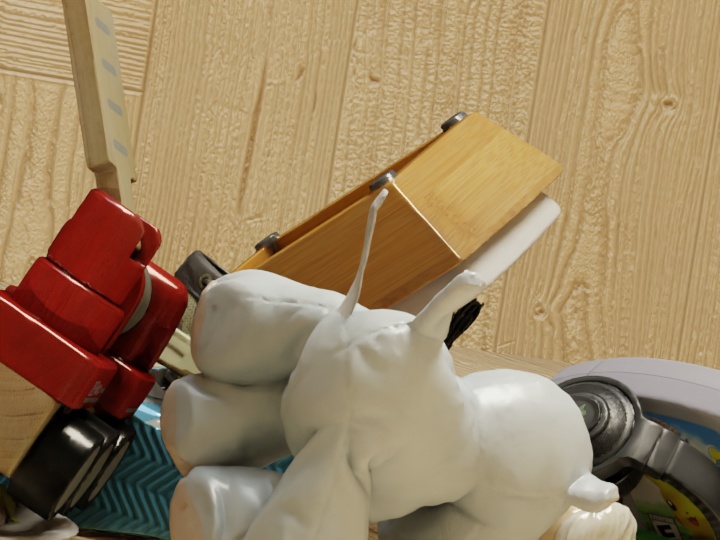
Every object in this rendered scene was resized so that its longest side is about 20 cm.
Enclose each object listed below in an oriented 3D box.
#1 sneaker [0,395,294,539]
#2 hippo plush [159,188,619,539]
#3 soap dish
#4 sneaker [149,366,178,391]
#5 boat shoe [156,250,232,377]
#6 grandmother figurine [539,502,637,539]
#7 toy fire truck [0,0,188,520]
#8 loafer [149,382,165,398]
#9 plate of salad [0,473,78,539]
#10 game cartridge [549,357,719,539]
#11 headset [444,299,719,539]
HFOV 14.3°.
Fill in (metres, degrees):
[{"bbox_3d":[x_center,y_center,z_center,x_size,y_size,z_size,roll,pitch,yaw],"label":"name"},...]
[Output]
[{"bbox_3d":[-0.100,0.099,1.419,0.199,0.077,0.081,17,-2,20],"label":"sneaker"},{"bbox_3d":[0.018,0.068,1.284,0.160,0.201,0.159,17,18,-40],"label":"hippo plush"},{"bbox_3d":[0.000,0.000,1.560,0.200,0.081,0.157,-32,5,31],"label":"soap dish"},{"bbox_3d":[-0.111,0.082,1.666,0.199,0.080,0.096,9,0,-12],"label":"sneaker"},{"bbox_3d":[-0.020,0.049,1.393,0.199,0.065,0.073,25,5,21],"label":"boat shoe"},{"bbox_3d":[0.045,0.107,1.464,0.199,0.061,0.121,21,12,2],"label":"grandmother figurine"},{"bbox_3d":[-0.129,-0.007,1.303,0.128,0.200,0.176,34,-1,3],"label":"toy fire truck"},{"bbox_3d":[-0.123,0.088,1.512,0.199,0.073,0.073,11,1,24],"label":"loafer"},{"bbox_3d":[-0.223,0.092,1.283,0.199,0.048,0.200,8,2,0],"label":"plate of salad"},{"bbox_3d":[0.185,0.110,1.553,0.040,0.134,0.200,-38,27,-31],"label":"game cartridge"},{"bbox_3d":[0.118,0.092,1.537,0.199,0.094,0.124,27,-29,5],"label":"headset"}]
